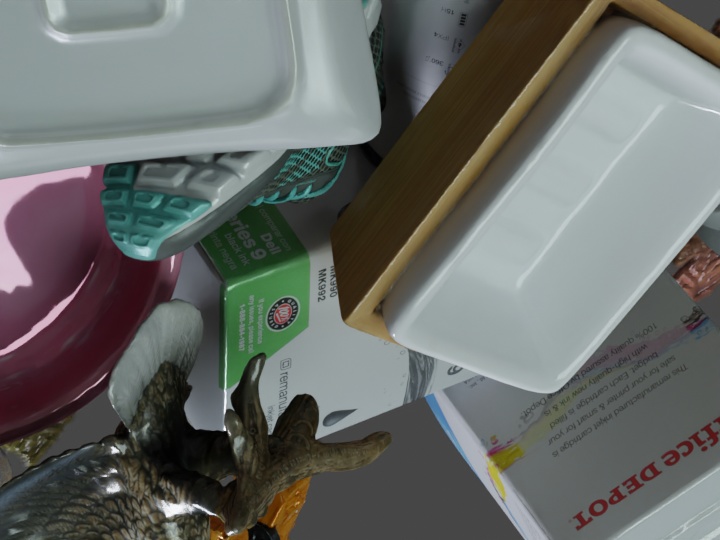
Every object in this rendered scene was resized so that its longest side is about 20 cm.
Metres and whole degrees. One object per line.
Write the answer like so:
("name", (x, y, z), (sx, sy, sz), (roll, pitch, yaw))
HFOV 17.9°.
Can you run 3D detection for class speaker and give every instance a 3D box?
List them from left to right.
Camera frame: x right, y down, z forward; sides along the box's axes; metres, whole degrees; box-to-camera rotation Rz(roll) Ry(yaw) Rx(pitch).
("speaker", (0.052, -0.141, 1.088), (0.081, 0.081, 0.200), (-15, 137, -26))

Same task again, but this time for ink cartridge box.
("ink cartridge box", (0.000, 0.000, 1.189), (0.199, 0.084, 0.146), (-20, 140, -22))
("ink cartridge box", (0.141, 0.091, 1.299), (0.146, 0.200, 0.146), (-33, 142, -4))

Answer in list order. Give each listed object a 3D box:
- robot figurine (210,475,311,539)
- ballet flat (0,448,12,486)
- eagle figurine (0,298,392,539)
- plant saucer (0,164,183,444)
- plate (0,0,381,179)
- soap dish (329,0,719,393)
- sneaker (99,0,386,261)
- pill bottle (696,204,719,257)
("robot figurine", (-0.098, 0.195, 1.315), (0.145, 0.058, 0.200), (-32, 153, -56))
("ballet flat", (-0.229, 0.099, 1.120), (0.068, 0.067, 0.200), (-36, 145, 9))
("eagle figurine", (-0.109, 0.117, 1.088), (0.200, 0.151, 0.152), (-19, 142, 37))
("plant saucer", (-0.180, -0.014, 1.034), (0.200, 0.051, 0.201), (-13, 124, -20))
("plate", (-0.102, -0.124, 0.908), (0.199, 0.032, 0.201), (-5, 120, 7))
("soap dish", (0.090, -0.044, 1.083), (0.157, 0.081, 0.200), (20, 113, -48))
("sneaker", (-0.040, -0.058, 1.038), (0.200, 0.077, 0.091), (-49, 141, -36))
("pill bottle", (0.255, -0.042, 1.322), (0.114, 0.114, 0.200), (-45, 142, 10))
